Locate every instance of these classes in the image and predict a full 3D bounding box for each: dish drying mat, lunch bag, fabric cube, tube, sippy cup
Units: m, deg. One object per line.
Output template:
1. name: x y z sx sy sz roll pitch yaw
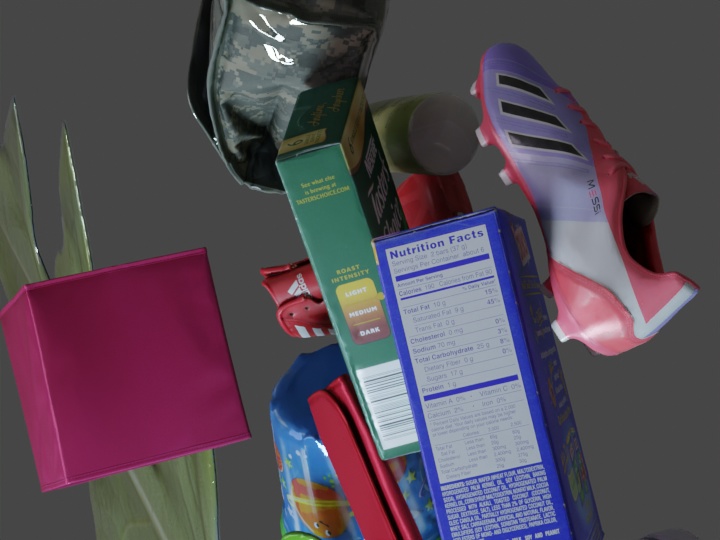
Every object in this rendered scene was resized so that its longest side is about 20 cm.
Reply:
1. dish drying mat: 0.017 0.164 1.019 0.201 0.018 0.077 66 159 7
2. lunch bag: -0.047 -0.166 1.092 0.200 0.117 0.165 111 169 -57
3. fabric cube: -0.248 0.106 1.719 0.200 0.195 0.200 152 104 -69
4. tube: 0.011 -0.090 1.105 0.200 0.058 0.052 10 85 67
5. sippy cup: -0.001 0.124 1.138 0.178 0.139 0.131 -113 6 -52

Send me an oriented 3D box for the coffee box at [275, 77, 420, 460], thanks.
1. coffee box: 0.006 -0.003 0.994 0.123 0.044 0.201 -76 -31 -66

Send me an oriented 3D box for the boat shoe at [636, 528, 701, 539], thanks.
1. boat shoe: 0.137 0.198 0.953 0.200 0.069 0.071 137 118 -65

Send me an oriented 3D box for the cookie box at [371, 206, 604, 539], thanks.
1. cookie box: 0.075 0.072 0.937 0.171 0.075 0.201 4 -107 -79

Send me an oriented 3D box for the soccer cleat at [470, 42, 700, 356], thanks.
1. soccer cleat: 0.119 -0.048 0.892 0.076 0.067 0.201 -33 55 27

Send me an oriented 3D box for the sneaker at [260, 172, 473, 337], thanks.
1. sneaker: 0.000 0.000 1.127 0.200 0.115 0.079 114 138 -57
